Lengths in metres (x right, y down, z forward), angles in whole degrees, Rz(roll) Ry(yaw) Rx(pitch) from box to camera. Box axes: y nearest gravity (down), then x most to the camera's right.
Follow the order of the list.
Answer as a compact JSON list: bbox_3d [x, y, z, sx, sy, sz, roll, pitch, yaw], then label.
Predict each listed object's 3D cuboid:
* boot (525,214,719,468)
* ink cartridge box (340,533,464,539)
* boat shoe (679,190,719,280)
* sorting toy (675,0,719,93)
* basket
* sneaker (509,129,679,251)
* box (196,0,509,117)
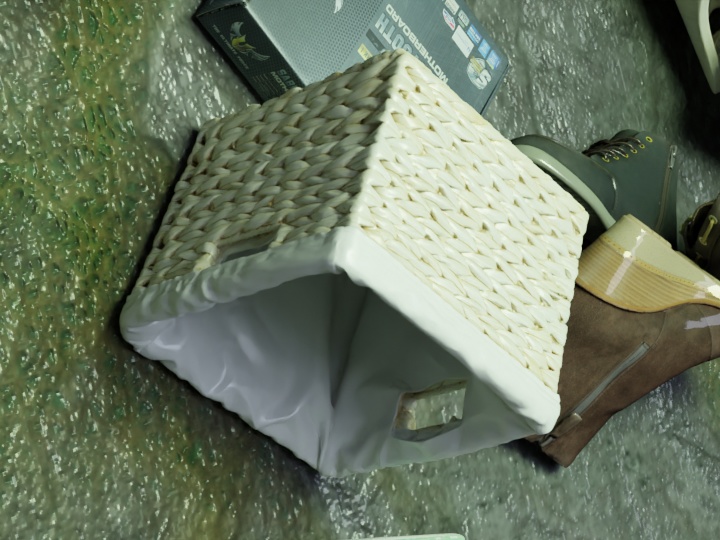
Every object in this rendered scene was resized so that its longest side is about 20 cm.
[{"bbox_3d":[0.187,0.065,1.737,0.200,0.072,0.167,33,95,-40],"label":"boot"},{"bbox_3d":[0.004,0.267,1.548,0.160,0.050,0.202,2,78,-45],"label":"ink cartridge box"},{"bbox_3d":[0.263,-0.026,1.794,0.059,0.200,0.072,40,84,2],"label":"boat shoe"},{"bbox_3d":[0.265,-0.237,1.885,0.200,0.106,0.181,-51,131,-51],"label":"sorting toy"},{"bbox_3d":[0.000,0.000,1.494,0.200,0.197,0.162,37,54,-34],"label":"basket"},{"bbox_3d":[0.158,-0.068,1.760,0.200,0.074,0.107,37,53,-46],"label":"sneaker"},{"bbox_3d":[0.000,-0.148,1.624,0.200,0.051,0.158,51,52,-26],"label":"box"}]
